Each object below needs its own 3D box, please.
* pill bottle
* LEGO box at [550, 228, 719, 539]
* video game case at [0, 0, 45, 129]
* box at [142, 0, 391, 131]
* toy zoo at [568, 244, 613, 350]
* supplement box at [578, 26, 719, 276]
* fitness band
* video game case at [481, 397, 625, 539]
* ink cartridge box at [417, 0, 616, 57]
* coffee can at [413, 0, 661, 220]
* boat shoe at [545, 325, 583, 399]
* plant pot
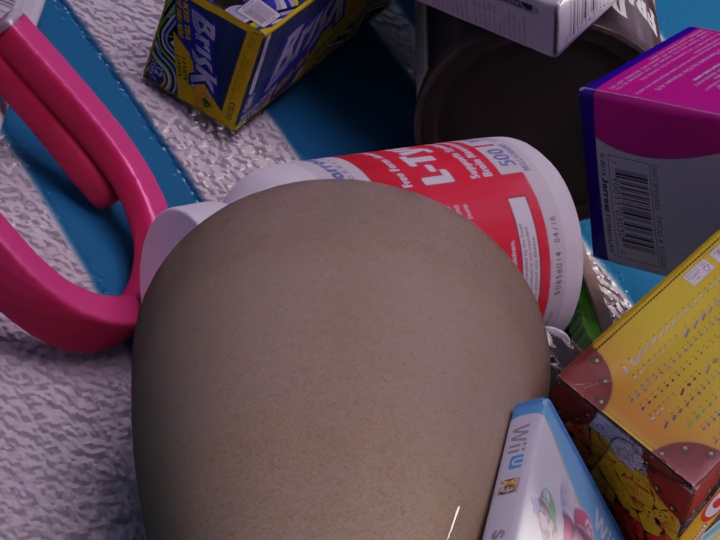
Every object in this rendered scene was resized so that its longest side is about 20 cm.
[{"bbox_3d":[0.000,0.000,1.020,0.199,0.113,0.113,-9,54,-34],"label":"pill bottle"},{"bbox_3d":[0.169,0.053,0.941,0.077,0.149,0.200,39,61,23],"label":"LEGO box"},{"bbox_3d":[-0.262,-0.115,1.065,0.181,0.023,0.201,22,41,-13],"label":"video game case"},{"bbox_3d":[-0.041,-0.159,1.217,0.064,0.070,0.200,31,38,12],"label":"box"},{"bbox_3d":[0.048,0.019,1.134,0.199,0.021,0.132,9,45,-27],"label":"toy zoo"},{"bbox_3d":[0.222,-0.048,1.078,0.199,0.102,0.103,18,36,42],"label":"supplement box"},{"bbox_3d":[-0.164,-0.052,1.009,0.200,0.037,0.144,49,27,-13],"label":"fitness band"},{"bbox_3d":[0.077,0.166,0.799,0.144,0.018,0.201,60,29,-28],"label":"video game case"},{"bbox_3d":[0.080,-0.214,1.182,0.199,0.041,0.200,25,50,27],"label":"ink cartridge box"},{"bbox_3d":[0.102,-0.146,1.246,0.146,0.147,0.201,19,40,-17],"label":"coffee can"},{"bbox_3d":[0.077,0.058,1.010,0.200,0.071,0.068,46,51,-43],"label":"boat shoe"},{"bbox_3d":[-0.014,0.090,0.850,0.186,0.188,0.200,25,26,-9],"label":"plant pot"}]
